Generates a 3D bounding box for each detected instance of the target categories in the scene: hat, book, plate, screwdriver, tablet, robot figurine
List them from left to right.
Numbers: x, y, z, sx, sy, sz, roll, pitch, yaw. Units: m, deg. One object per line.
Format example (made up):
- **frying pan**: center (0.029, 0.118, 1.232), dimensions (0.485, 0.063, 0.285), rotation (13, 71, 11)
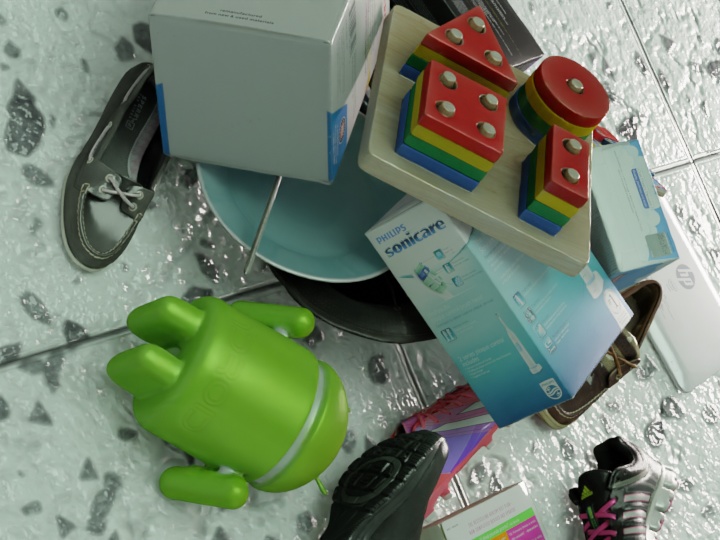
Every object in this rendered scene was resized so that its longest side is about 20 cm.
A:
- **robot figurine**: center (-0.094, 0.097, 1.291), dimensions (0.200, 0.116, 0.176), rotation (32, 60, -23)
- **screwdriver**: center (-0.063, -0.070, 1.334), dimensions (0.029, 0.028, 0.200), rotation (2, 48, 9)
- **plate**: center (-0.045, -0.069, 1.381), dimensions (0.200, 0.026, 0.200), rotation (13, 53, -18)
- **hat**: center (0.000, 0.000, 1.425), dimensions (0.200, 0.081, 0.201), rotation (14, 53, -19)
- **book**: center (0.134, 0.294, 1.430), dimensions (0.134, 0.048, 0.200), rotation (-16, 82, -45)
- **tablet**: center (0.320, 0.016, 1.718), dimensions (0.130, 0.014, 0.200), rotation (-28, 89, -42)

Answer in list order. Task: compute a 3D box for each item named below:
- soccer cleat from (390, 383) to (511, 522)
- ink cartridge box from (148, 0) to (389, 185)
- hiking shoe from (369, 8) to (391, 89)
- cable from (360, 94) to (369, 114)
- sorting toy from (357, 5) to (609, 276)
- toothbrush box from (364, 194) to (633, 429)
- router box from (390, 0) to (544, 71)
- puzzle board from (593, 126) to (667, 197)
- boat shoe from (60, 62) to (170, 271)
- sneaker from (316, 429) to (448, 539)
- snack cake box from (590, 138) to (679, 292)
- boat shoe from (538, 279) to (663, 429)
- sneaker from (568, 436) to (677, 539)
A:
- **soccer cleat**: center (0.072, 0.138, 1.440), dimensions (0.076, 0.067, 0.200), rotation (47, 52, -6)
- **ink cartridge box**: center (-0.066, -0.198, 1.333), dimensions (0.144, 0.147, 0.200), rotation (10, 47, 10)
- **hiking shoe**: center (-0.008, -0.228, 1.532), dimensions (0.101, 0.076, 0.200), rotation (-4, 64, -44)
- **cable**: center (-0.079, -0.157, 1.461), dimensions (0.200, 0.051, 0.163), rotation (-20, 84, -41)
- **sorting toy**: center (0.111, -0.123, 1.329), dimensions (0.200, 0.070, 0.199), rotation (26, 42, -15)
- **toothbrush box**: center (0.118, 0.004, 1.375), dimensions (0.200, 0.085, 0.146), rotation (55, 40, -9)
- **router box**: center (0.076, -0.258, 1.541), dimensions (0.200, 0.051, 0.149), rotation (56, 27, 4)
- **puzzle board**: center (0.194, -0.142, 1.608), dimensions (0.151, 0.017, 0.200), rotation (17, 22, -32)
- **boat shoe**: center (-0.188, -0.093, 1.343), dimensions (0.067, 0.057, 0.200), rotation (31, 54, -24)
- **sneaker**: center (0.013, 0.219, 1.339), dimensions (0.091, 0.076, 0.200), rotation (43, 76, -28)
- **snack cake box**: center (0.195, -0.027, 1.511), dimensions (0.067, 0.200, 0.115), rotation (-13, 78, -25)
- **boat shoe**: center (0.231, 0.073, 1.584), dimensions (0.072, 0.072, 0.200), rotation (53, 49, -6)
- **sneaker**: center (0.224, 0.227, 1.511), dimensions (0.087, 0.074, 0.200), rotation (44, 44, -13)
